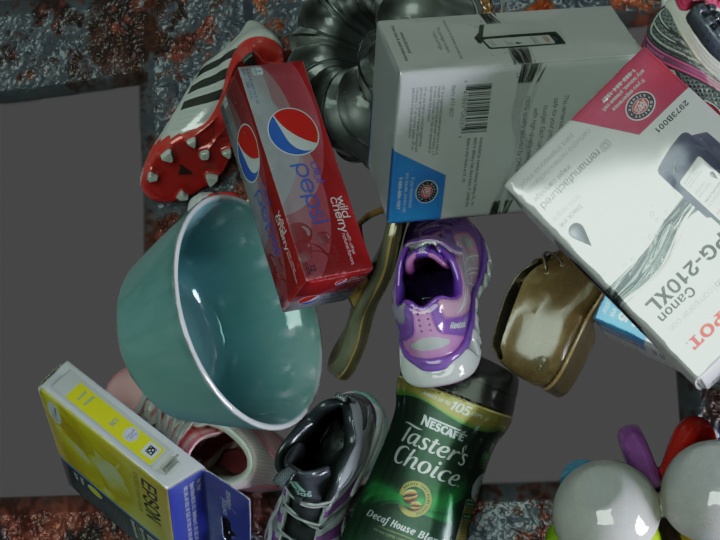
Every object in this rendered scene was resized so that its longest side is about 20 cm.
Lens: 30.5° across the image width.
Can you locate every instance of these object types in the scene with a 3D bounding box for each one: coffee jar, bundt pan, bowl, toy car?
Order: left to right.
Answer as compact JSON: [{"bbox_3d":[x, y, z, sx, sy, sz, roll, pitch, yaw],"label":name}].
[{"bbox_3d":[-0.129,0.048,1.111,0.104,0.200,0.202,-20,76,29],"label":"bowl"},{"bbox_3d":[0.008,-0.197,1.154,0.201,0.075,0.204,-18,63,40],"label":"bundt pan"},{"bbox_3d":[0.061,0.165,1.126,0.104,0.085,0.201,18,87,17],"label":"coffee jar"},{"bbox_3d":[0.242,0.187,1.049,0.198,0.176,0.151,-13,44,14],"label":"toy car"}]

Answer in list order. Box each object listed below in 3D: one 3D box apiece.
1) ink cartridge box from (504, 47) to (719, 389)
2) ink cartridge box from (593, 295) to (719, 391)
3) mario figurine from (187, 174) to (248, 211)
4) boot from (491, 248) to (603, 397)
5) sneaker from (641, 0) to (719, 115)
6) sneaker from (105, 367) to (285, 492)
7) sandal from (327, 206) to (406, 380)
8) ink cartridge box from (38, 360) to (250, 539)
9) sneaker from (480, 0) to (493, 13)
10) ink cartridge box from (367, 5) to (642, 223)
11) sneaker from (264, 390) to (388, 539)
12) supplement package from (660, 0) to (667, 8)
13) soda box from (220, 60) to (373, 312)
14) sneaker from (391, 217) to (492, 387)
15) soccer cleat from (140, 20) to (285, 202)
[{"bbox_3d":[0.227,-0.035,0.955,0.145,0.084,0.200,-44,72,5],"label":"ink cartridge box"},{"bbox_3d":[0.310,0.025,1.044,0.199,0.147,0.147,26,89,18],"label":"ink cartridge box"},{"bbox_3d":[-0.093,-0.035,1.218,0.123,0.106,0.200,38,106,-18],"label":"mario figurine"},{"bbox_3d":[0.176,0.000,1.110,0.075,0.074,0.201,26,82,-6],"label":"boot"},{"bbox_3d":[0.296,-0.127,0.998,0.201,0.080,0.075,55,139,10],"label":"sneaker"},{"bbox_3d":[-0.159,0.139,1.183,0.199,0.105,0.076,25,92,18],"label":"sneaker"},{"bbox_3d":[0.000,0.000,1.151,0.054,0.080,0.201,20,107,-1],"label":"sandal"},{"bbox_3d":[-0.182,0.191,1.138,0.200,0.198,0.047,36,60,19],"label":"ink cartridge box"},{"bbox_3d":[0.070,-0.184,1.182,0.089,0.075,0.202,-5,75,22],"label":"sneaker"},{"bbox_3d":[0.113,-0.125,1.062,0.198,0.147,0.085,-5,41,-11],"label":"ink cartridge box"},{"bbox_3d":[-0.049,0.193,1.123,0.077,0.140,0.201,18,87,17],"label":"sneaker"},{"bbox_3d":[0.312,-0.245,1.097,0.120,0.120,0.202,-2,81,17],"label":"supplement package"},{"bbox_3d":[-0.056,-0.072,1.107,0.063,0.070,0.201,-10,71,-25],"label":"soda box"},{"bbox_3d":[0.063,-0.001,1.109,0.080,0.089,0.201,-11,40,14],"label":"sneaker"},{"bbox_3d":[-0.141,-0.149,1.245,0.200,0.068,0.085,-51,30,21],"label":"soccer cleat"}]
